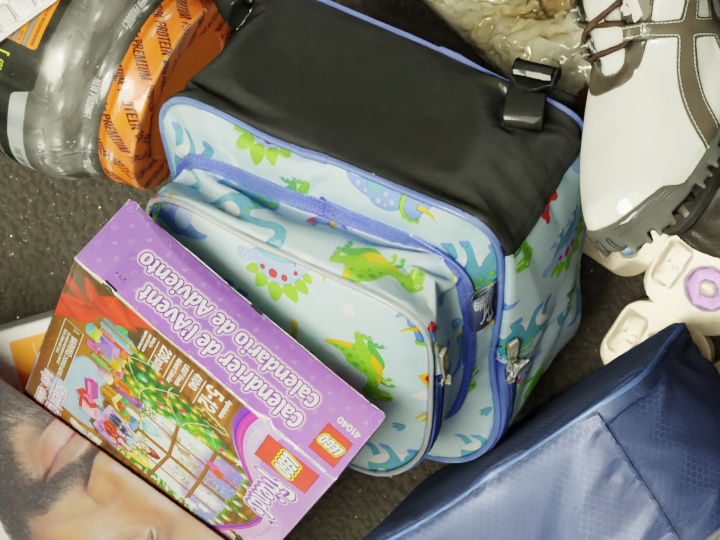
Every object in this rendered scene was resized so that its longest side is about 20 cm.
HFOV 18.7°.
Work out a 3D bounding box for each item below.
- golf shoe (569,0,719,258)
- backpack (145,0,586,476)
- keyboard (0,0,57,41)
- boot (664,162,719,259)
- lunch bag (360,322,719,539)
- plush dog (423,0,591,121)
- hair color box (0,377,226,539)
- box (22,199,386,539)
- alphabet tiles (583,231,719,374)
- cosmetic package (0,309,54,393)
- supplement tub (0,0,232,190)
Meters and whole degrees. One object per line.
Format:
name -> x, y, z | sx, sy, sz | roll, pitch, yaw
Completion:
golf shoe -> 0.109, -0.104, 0.882 | 0.094, 0.078, 0.200 | 28, 67, -24
backpack -> 0.000, 0.000, 0.969 | 0.183, 0.200, 0.147 | 22, 59, 22
keyboard -> -0.171, -0.129, 0.985 | 0.200, 0.011, 0.056 | -36, 77, 2
boot -> 0.221, -0.056, 0.938 | 0.174, 0.069, 0.200 | 28, 102, -20
lunch bag -> 0.100, 0.133, 0.993 | 0.200, 0.136, 0.132 | -35, 89, 26
plush dog -> 0.089, -0.182, 0.975 | 0.172, 0.160, 0.200 | -44, 113, 3
hair color box -> -0.169, 0.119, 0.998 | 0.200, 0.064, 0.111 | 33, 64, 16
box -> -0.076, 0.061, 0.951 | 0.137, 0.200, 0.039 | 39, 64, 2
alphabet tiles -> 0.200, -0.014, 1.011 | 0.195, 0.015, 0.200 | 34, 106, 10
cosmetic package -> -0.183, 0.080, 1.110 | 0.200, 0.071, 0.102 | -16, 93, 19
supplement tub -> -0.171, -0.122, 1.052 | 0.200, 0.122, 0.123 | 26, 104, 12
